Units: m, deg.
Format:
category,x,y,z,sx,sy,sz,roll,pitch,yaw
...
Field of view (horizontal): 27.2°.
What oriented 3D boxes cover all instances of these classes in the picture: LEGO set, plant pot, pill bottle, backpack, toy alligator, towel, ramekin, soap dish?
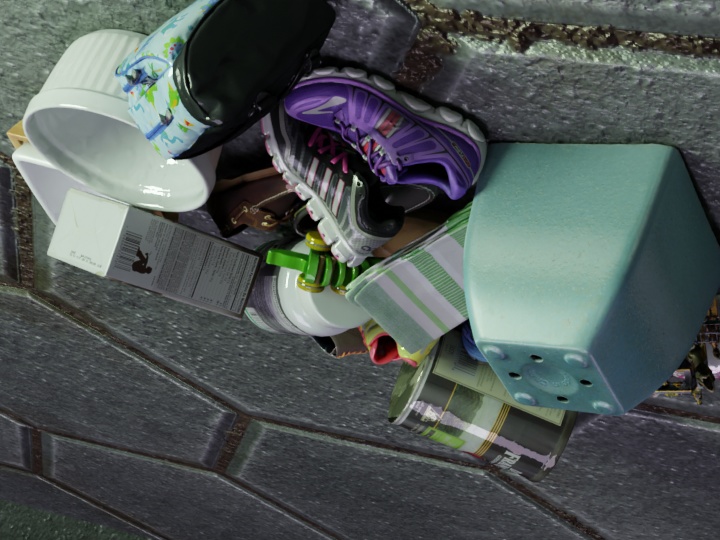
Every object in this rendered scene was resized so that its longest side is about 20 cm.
category,x,y,z,sx,sy,sz,roll,pitch,yaw
LEGO set,0.347,0.092,1.493,0.199,0.117,0.154,-6,-166,20
plant pot,0.206,0.020,1.387,0.195,0.201,0.197,3,147,33
pill bottle,-0.056,0.017,1.690,0.113,0.114,0.200,29,167,-22
plant pot,0.087,-0.020,1.646,0.199,0.028,0.200,18,158,7
backpack,-0.133,-0.174,1.320,0.154,0.163,0.200,42,156,2
toy alligator,0.000,0.000,1.566,0.199,0.060,0.054,6,-159,-25
towel,0.099,0.005,1.552,0.199,0.023,0.153,-33,137,14
ramekin,-0.226,-0.153,1.493,0.199,0.106,0.200,17,158,7
soap dish,-0.295,-0.104,1.693,0.156,0.082,0.200,14,157,13

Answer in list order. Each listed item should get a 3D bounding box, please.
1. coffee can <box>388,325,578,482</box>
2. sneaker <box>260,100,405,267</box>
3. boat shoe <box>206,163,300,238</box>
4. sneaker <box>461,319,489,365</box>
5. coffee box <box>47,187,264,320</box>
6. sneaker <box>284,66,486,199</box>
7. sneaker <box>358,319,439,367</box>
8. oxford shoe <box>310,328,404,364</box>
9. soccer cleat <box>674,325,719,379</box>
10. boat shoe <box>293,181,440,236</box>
category,x,y,z,sx,sy,sz,roll,pitch,yaw
coffee can,0.153,0.158,1.842,0.199,0.147,0.146,23,158,-7
sneaker,-0.022,-0.101,1.459,0.087,0.074,0.200,-23,110,26
boat shoe,-0.101,-0.077,1.591,0.070,0.071,0.200,-15,-178,-31
sneaker,0.188,0.070,1.724,0.075,0.079,0.200,-10,-169,-33
coffee box,-0.218,-0.017,1.602,0.113,0.080,0.200,17,178,44
sneaker,0.019,-0.126,1.383,0.199,0.084,0.081,21,157,0
sneaker,0.024,0.065,1.783,0.078,0.091,0.200,30,171,-31
oxford shoe,-0.012,0.086,1.906,0.199,0.073,0.071,27,156,-18
soccer cleat,0.321,0.076,1.602,0.199,0.070,0.086,6,172,35
boat shoe,0.007,-0.071,1.548,0.072,0.061,0.201,36,153,-33
